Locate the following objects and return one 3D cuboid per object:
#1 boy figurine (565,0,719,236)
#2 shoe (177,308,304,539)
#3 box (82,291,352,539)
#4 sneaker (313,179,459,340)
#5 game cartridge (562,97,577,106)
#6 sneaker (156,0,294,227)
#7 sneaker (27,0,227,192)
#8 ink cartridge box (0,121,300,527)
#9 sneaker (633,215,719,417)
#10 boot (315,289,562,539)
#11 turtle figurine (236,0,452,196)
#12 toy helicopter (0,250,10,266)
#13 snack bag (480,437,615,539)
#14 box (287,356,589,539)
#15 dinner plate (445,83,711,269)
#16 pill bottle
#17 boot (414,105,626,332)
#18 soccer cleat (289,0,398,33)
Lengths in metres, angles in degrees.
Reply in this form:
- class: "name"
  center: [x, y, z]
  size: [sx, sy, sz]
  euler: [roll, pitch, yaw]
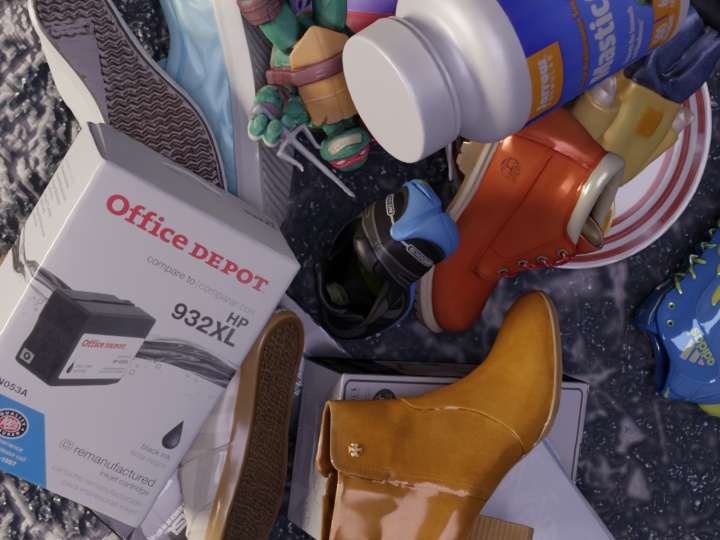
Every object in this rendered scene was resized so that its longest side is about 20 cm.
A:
- class: "boy figurine"
  center: [0.181, -0.101, 1.050]
  size: [0.201, 0.064, 0.124]
  euler: [-53, 146, 12]
- class: "shoe"
  center: [-0.084, 0.118, 1.028]
  size: [0.053, 0.070, 0.203]
  euler: [17, 99, 30]
- class: "box"
  center: [-0.129, 0.077, 1.063]
  size: [0.158, 0.050, 0.200]
  euler: [44, 87, -12]
- class: "sneaker"
  center: [0.000, 0.000, 1.010]
  size: [0.082, 0.200, 0.071]
  euler: [-28, 81, -20]
- class: "game cartridge"
  center: [0.141, -0.184, 1.044]
  size: [0.198, 0.040, 0.134]
  euler: [-29, 119, -9]
- class: "sneaker"
  center: [-0.096, -0.119, 1.049]
  size: [0.081, 0.074, 0.203]
  euler: [-3, 103, 20]
- class: "sneaker"
  center: [-0.149, -0.104, 1.020]
  size: [0.072, 0.085, 0.202]
  euler: [-29, 95, -10]
- class: "ink cartridge box"
  center: [-0.151, 0.034, 0.956]
  size: [0.144, 0.084, 0.201]
  euler: [28, 101, -24]
- class: "sneaker"
  center: [0.255, 0.008, 1.112]
  size: [0.104, 0.076, 0.203]
  euler: [3, 96, -10]
- class: "boot"
  center: [0.047, 0.094, 0.989]
  size: [0.142, 0.071, 0.204]
  euler: [14, 72, -14]
- class: "turtle figurine"
  center: [-0.022, -0.129, 0.990]
  size: [0.149, 0.100, 0.202]
  euler: [-32, 115, -23]
- class: "toy helicopter"
  center: [-0.263, 0.017, 1.033]
  size: [0.200, 0.079, 0.133]
  euler: [-41, 93, -14]
- class: "snack bag"
  center: [0.091, 0.216, 0.998]
  size: [0.199, 0.021, 0.189]
  euler: [-31, 75, -20]
- class: "box"
  center: [0.055, 0.125, 1.069]
  size: [0.198, 0.060, 0.118]
  euler: [3, 96, -27]
- class: "dinner plate"
  center: [0.154, -0.103, 1.108]
  size: [0.197, 0.024, 0.203]
  euler: [-1, 95, -10]
- class: "pill bottle"
  center: [0.092, -0.146, 0.935]
  size: [0.199, 0.112, 0.113]
  euler: [-32, 101, -20]
- class: "boot"
  center: [0.104, -0.020, 1.035]
  size: [0.107, 0.075, 0.201]
  euler: [33, 129, 15]
- class: "soccer cleat"
  center: [0.042, -0.220, 1.052]
  size: [0.199, 0.067, 0.077]
  euler: [-31, 115, -1]
